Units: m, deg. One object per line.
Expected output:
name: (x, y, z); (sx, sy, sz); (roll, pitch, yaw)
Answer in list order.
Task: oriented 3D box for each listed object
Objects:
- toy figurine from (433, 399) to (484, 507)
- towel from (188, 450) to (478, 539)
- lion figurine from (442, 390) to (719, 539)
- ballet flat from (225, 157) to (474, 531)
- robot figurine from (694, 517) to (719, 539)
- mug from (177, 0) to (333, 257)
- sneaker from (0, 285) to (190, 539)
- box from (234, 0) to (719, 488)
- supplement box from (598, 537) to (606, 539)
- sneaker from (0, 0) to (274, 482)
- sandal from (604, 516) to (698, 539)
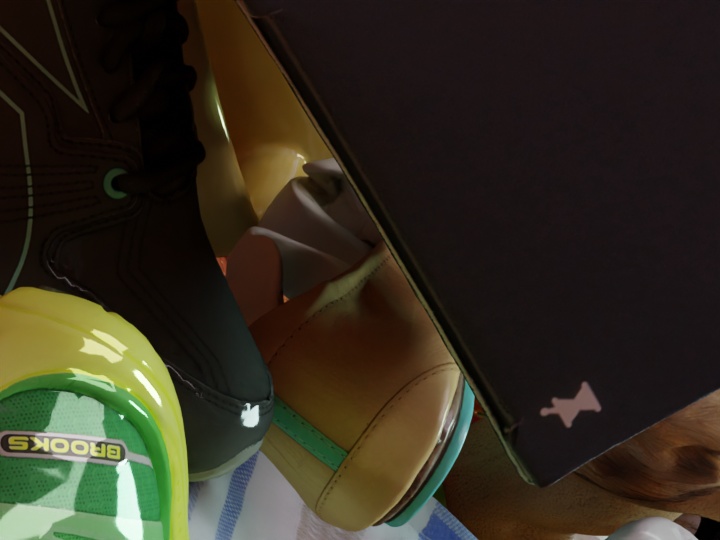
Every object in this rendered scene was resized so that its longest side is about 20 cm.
toy figurine: (0.053, 0.011, 0.915); (0.184, 0.200, 0.150); (25, 45, -74)
towel: (-0.032, 0.044, 0.693); (0.200, 0.024, 0.147); (48, 16, -10)
lion figurine: (0.067, 0.051, 0.789); (0.200, 0.122, 0.073); (128, -25, -54)
ballet flat: (0.000, 0.000, 0.726); (0.063, 0.069, 0.200); (31, 16, -6)
robot figurine: (0.182, 0.125, 0.917); (0.200, 0.125, 0.150); (50, 41, -25)
mug: (-0.039, -0.082, 0.835); (0.187, 0.149, 0.153); (-36, 124, -39)
sneaker: (-0.058, 0.090, 0.583); (0.200, 0.074, 0.084); (67, 35, -42)
box: (0.027, -0.079, 0.635); (0.149, 0.107, 0.200); (59, 4, -32)
supplement box: (0.052, 0.120, 1.061); (0.200, 0.073, 0.126); (-96, 165, -46)
sneaker: (-0.068, -0.048, 0.599); (0.200, 0.079, 0.075); (58, 16, -8)
sandal: (0.060, 0.143, 0.679); (0.082, 0.050, 0.203); (45, 35, -14)
